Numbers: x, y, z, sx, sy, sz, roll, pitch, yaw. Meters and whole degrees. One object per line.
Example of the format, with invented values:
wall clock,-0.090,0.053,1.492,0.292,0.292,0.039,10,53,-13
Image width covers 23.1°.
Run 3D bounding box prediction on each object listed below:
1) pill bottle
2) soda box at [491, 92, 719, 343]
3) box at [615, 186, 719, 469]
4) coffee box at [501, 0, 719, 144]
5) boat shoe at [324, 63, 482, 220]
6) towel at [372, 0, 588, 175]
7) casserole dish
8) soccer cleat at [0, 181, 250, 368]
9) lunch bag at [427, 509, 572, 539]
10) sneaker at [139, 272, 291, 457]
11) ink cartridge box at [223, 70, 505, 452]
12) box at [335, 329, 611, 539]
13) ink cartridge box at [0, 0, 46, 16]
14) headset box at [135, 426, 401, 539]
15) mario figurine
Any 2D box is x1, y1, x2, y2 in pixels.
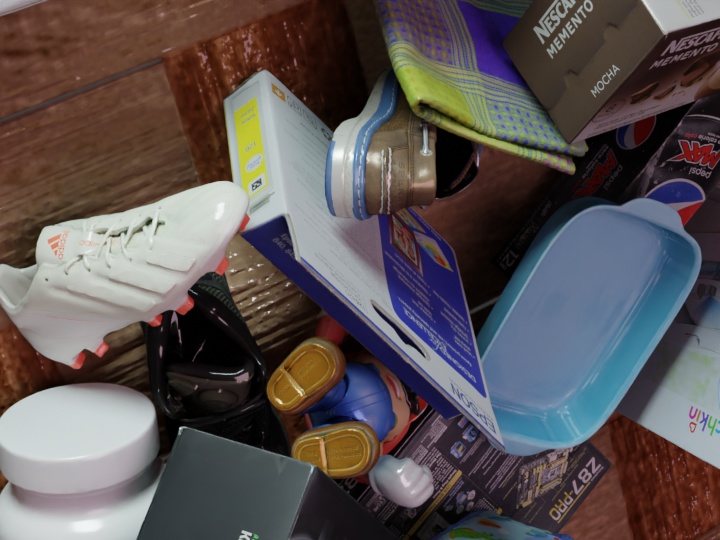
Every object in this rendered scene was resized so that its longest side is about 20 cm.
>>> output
pill bottle,-0.159,0.177,1.062,0.115,0.116,0.201,-16,117,-24
soda box,0.183,-0.054,1.196,0.063,0.071,0.200,31,102,-35
box,0.266,0.042,1.220,0.096,0.200,0.178,17,97,-31
coffee box,0.199,-0.159,1.065,0.199,0.113,0.080,-20,71,-37
boat shoe,0.037,-0.074,1.069,0.072,0.200,0.073,7,115,13
towel,0.064,-0.158,1.076,0.143,0.201,0.023,16,138,-33
casserole dish,0.139,0.031,1.159,0.120,0.039,0.201,17,114,-30
soccer cleat,-0.140,-0.004,0.995,0.078,0.200,0.070,42,45,-19
lunch bag,0.068,0.248,1.133,0.200,0.082,0.162,-9,116,-69
sneaker,-0.088,0.089,1.080,0.076,0.114,0.201,-15,114,-3
ink cartridge box,0.000,0.000,1.063,0.047,0.201,0.198,-34,124,19
box,0.063,0.162,1.230,0.161,0.049,0.200,43,83,-30
ink cartridge box,-0.202,-0.218,0.947,0.199,0.083,0.146,-23,115,-22
headset box,-0.064,0.206,1.015,0.175,0.092,0.200,-69,154,-15
mario figurine,0.009,0.074,1.099,0.105,0.200,0.124,12,93,10
